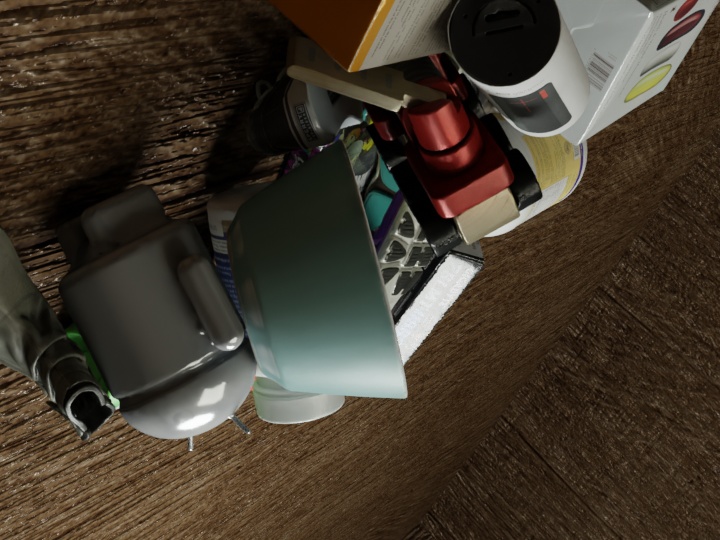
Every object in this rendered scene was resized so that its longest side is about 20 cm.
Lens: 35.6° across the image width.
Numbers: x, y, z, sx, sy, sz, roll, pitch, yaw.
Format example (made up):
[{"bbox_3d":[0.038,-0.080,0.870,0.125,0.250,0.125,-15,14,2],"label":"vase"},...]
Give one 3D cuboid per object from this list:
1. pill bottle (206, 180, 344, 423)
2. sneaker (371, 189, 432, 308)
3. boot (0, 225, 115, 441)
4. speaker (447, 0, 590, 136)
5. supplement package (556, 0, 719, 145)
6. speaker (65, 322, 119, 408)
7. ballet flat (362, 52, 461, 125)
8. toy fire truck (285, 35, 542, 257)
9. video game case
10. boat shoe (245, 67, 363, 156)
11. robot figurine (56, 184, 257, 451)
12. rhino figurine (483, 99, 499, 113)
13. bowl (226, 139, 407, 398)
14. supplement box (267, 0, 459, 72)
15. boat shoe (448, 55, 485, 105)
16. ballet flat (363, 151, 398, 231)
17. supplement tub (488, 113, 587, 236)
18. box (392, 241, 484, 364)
[{"bbox_3d":[-0.067,0.026,0.992,0.111,0.110,0.202,-25,111,-51],"label":"pill bottle"},{"bbox_3d":[0.000,0.000,1.056,0.080,0.083,0.201,5,121,-58],"label":"sneaker"},{"bbox_3d":[-0.227,0.042,0.770,0.068,0.131,0.200,-42,162,-13],"label":"boot"},{"bbox_3d":[0.125,-0.158,0.852,0.081,0.081,0.200,-50,165,8],"label":"speaker"},{"bbox_3d":[0.283,-0.284,1.266,0.199,0.147,0.192,-32,157,-38],"label":"supplement package"},{"bbox_3d":[-0.177,0.059,1.006,0.199,0.088,0.089,-24,151,-53],"label":"speaker"},{"bbox_3d":[0.065,-0.205,0.973,0.202,0.067,0.067,-69,167,15],"label":"ballet flat"},{"bbox_3d":[0.029,-0.129,0.846,0.128,0.177,0.201,-28,133,3],"label":"toy fire truck"},{"bbox_3d":[-0.001,-0.124,1.114,0.199,0.036,0.182,-31,156,-43],"label":"video game case"},{"bbox_3d":[-0.045,-0.133,0.912,0.067,0.074,0.200,-16,-160,16],"label":"boat shoe"},{"bbox_3d":[-0.149,0.040,0.842,0.113,0.201,0.169,-30,-172,-38],"label":"robot figurine"},{"bbox_3d":[0.135,-0.238,1.154,0.087,0.060,0.201,-21,147,-34],"label":"rhino figurine"},{"bbox_3d":[-0.038,0.012,0.852,0.104,0.203,0.201,-15,159,-2],"label":"bowl"},{"bbox_3d":[0.018,-0.217,0.809,0.199,0.126,0.074,-24,151,-51],"label":"supplement box"},{"bbox_3d":[0.086,-0.166,1.033,0.070,0.202,0.066,-8,163,42],"label":"boat shoe"},{"bbox_3d":[0.046,-0.092,1.129,0.062,0.067,0.201,-49,165,-31],"label":"ballet flat"},{"bbox_3d":[0.166,-0.124,1.331,0.199,0.145,0.146,-27,154,-48],"label":"supplement tub"},{"bbox_3d":[0.053,-0.019,1.221,0.049,0.200,0.201,17,131,-21],"label":"box"}]
